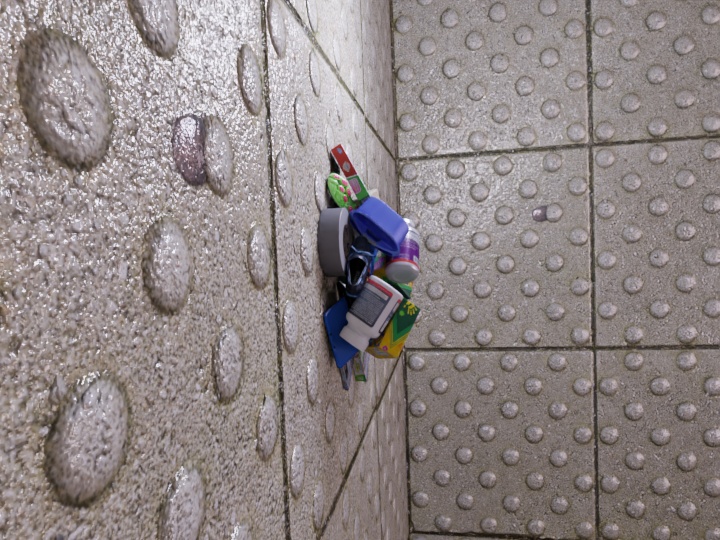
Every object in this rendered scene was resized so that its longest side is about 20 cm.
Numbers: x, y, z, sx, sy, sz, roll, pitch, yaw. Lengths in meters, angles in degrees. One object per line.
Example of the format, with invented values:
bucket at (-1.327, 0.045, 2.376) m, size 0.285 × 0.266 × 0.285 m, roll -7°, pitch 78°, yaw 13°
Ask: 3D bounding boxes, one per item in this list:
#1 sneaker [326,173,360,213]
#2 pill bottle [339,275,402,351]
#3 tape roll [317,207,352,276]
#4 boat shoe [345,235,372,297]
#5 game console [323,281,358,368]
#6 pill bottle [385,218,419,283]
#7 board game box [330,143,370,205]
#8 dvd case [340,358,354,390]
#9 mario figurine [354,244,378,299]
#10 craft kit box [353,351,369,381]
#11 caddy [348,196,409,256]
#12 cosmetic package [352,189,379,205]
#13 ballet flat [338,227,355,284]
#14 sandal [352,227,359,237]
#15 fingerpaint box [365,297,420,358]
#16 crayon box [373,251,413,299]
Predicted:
sneaker at (-0.062, -0.221, 1.635) m, size 0.077 × 0.083 × 0.201 m, roll -54°, pitch 136°, yaw -24°
pill bottle at (0.026, 0.129, 1.519) m, size 0.202 × 0.119 × 0.120 m, roll -57°, pitch 164°, yaw -5°
tape roll at (-0.072, -0.084, 1.539) m, size 0.200 × 0.065 × 0.205 m, roll -2°, pitch 90°, yaw -79°
boat shoe at (0.000, -0.021, 1.513) m, size 0.069 × 0.082 × 0.203 m, roll 94°, pitch -2°, yaw -59°
game console at (-0.067, 0.166, 1.602) m, size 0.171 × 0.116 × 0.204 m, roll -138°, pitch -148°, yaw -61°
pill bottle at (0.140, -0.067, 1.700) m, size 0.113 × 0.110 × 0.203 m, roll 73°, pitch 19°, yaw -56°
board game box at (-0.021, -0.295, 1.688) m, size 0.202 × 0.040 × 0.153 m, roll 62°, pitch 4°, yaw 16°
dvd case at (-0.051, 0.278, 1.726) m, size 0.144 × 0.017 × 0.203 m, roll -78°, pitch 162°, yaw -55°
mario figurine at (0.000, 0.000, 1.657) m, size 0.123 × 0.105 × 0.203 m, roll 33°, pitch 55°, yaw -35°
craft kit box at (0.000, 0.279, 1.953) m, size 0.202 × 0.047 × 0.200 m, roll -81°, pitch 168°, yaw -46°
caddy at (0.054, -0.129, 1.595) m, size 0.105 × 0.199 × 0.141 m, roll -51°, pitch -179°, yaw -19°
cosmetic package at (0.036, -0.176, 1.850) m, size 0.103 × 0.072 × 0.203 m, roll -42°, pitch 120°, yaw -48°
ballet flat at (-0.041, -0.057, 1.688) m, size 0.064 × 0.066 × 0.204 m, roll -30°, pitch 127°, yaw -58°
sandal at (0.022, -0.150, 1.745) m, size 0.199 × 0.047 × 0.077 m, roll -32°, pitch 114°, yaw -38°
fingerpaint box at (0.093, 0.186, 1.609) m, size 0.169 × 0.073 × 0.200 m, roll -61°, pitch -171°, yaw -17°
crayon box at (0.124, -0.024, 1.805) m, size 0.173 × 0.058 × 0.202 m, roll 48°, pitch 40°, yaw -33°
